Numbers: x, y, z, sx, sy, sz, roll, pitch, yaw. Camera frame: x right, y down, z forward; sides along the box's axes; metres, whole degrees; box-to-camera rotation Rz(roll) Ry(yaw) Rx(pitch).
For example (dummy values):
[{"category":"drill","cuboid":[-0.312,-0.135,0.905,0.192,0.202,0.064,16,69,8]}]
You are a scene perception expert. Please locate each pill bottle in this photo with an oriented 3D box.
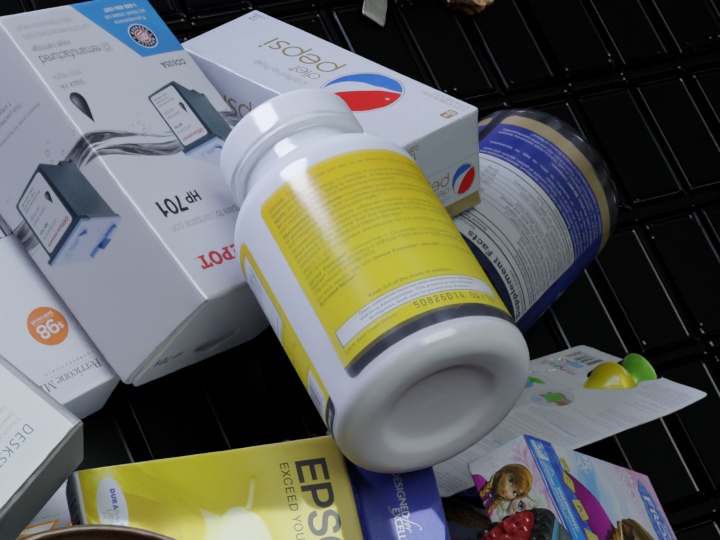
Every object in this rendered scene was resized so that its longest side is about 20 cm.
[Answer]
[{"category":"pill bottle","cuboid":[0.059,-0.002,1.481,0.112,0.112,0.200,43,53,5]},{"category":"pill bottle","cuboid":[0.000,0.000,1.315,0.111,0.112,0.201,-8,50,-29]}]

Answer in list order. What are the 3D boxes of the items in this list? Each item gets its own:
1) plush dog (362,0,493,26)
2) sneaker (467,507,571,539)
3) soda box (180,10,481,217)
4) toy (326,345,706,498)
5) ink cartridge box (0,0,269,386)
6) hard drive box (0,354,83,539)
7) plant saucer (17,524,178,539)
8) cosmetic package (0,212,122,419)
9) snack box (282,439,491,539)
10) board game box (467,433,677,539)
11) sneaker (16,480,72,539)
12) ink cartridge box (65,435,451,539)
[{"category":"plush dog","cuboid":[0.054,-0.267,1.604,0.200,0.172,0.161,-35,79,-37]},{"category":"sneaker","cuboid":[0.077,0.217,1.249,0.095,0.079,0.201,42,47,-33]},{"category":"soda box","cuboid":[-0.020,-0.087,1.462,0.068,0.064,0.199,-27,38,-34]},{"category":"toy","cuboid":[0.094,0.100,1.459,0.199,0.048,0.115,-20,26,-32]},{"category":"ink cartridge box","cuboid":[-0.129,-0.050,1.413,0.200,0.086,0.146,51,31,11]},{"category":"hard drive box","cuboid":[-0.261,0.080,1.234,0.200,0.077,0.156,39,71,8]},{"category":"plant saucer","cuboid":[-0.124,0.221,1.183,0.199,0.037,0.202,4,65,-9]},{"category":"cosmetic package","cuboid":[-0.251,0.045,1.347,0.199,0.052,0.151,-28,77,-35]},{"category":"snack box","cuboid":[0.042,0.157,1.416,0.199,0.024,0.072,20,34,-12]},{"category":"board game box","cuboid":[0.150,0.198,1.373,0.199,0.041,0.201,22,41,-63]},{"category":"sneaker","cuboid":[-0.146,0.136,1.327,0.199,0.076,0.092,-21,67,-35]},{"category":"ink cartridge box","cuboid":[-0.034,0.185,1.261,0.199,0.047,0.199,-9,65,-13]}]
